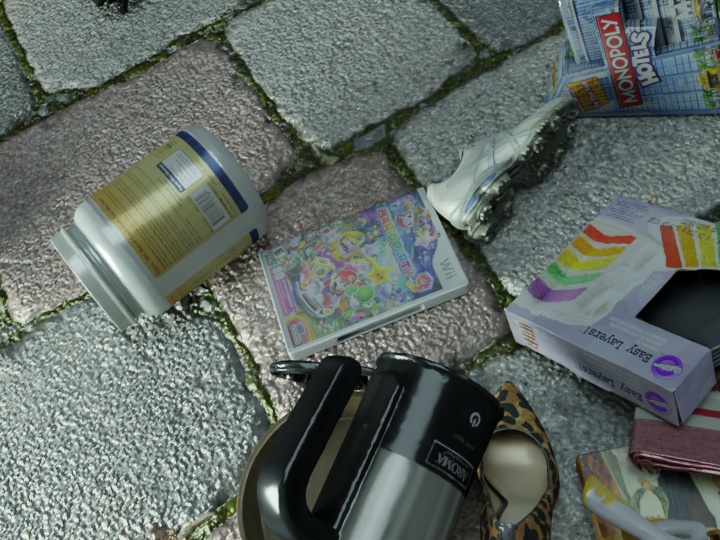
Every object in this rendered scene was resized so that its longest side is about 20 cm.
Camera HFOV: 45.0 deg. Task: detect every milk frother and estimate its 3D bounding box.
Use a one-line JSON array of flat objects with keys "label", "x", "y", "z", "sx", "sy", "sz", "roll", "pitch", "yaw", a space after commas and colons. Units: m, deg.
[{"label": "milk frother", "x": -0.011, "y": 0.167, "z": 0.724, "sx": 0.180, "sy": 0.200, "sz": 0.189, "roll": 32, "pitch": 68, "yaw": -13}]

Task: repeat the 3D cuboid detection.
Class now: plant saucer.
[{"label": "plant saucer", "x": -0.014, "y": 0.205, "z": 0.782, "sx": 0.198, "sy": 0.030, "sz": 0.202, "roll": -7, "pitch": 56, "yaw": 10}]

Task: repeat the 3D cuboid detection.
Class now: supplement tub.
[{"label": "supplement tub", "x": -0.213, "y": -0.044, "z": 0.932, "sx": 0.199, "sy": 0.145, "sz": 0.144, "roll": -38, "pitch": 56, "yaw": -14}]

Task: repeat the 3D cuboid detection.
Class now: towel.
[{"label": "towel", "x": 0.317, "y": 0.097, "z": 0.754, "sx": 0.142, "sy": 0.023, "sz": 0.201, "roll": 7, "pitch": 44, "yaw": 20}]

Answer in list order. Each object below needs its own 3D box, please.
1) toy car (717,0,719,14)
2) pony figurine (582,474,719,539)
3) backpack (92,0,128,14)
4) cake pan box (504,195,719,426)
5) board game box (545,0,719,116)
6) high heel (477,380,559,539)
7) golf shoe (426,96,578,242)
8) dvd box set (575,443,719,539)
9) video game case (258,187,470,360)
[{"label": "toy car", "x": 0.359, "y": -0.372, "z": 0.977, "sx": 0.163, "sy": 0.201, "sz": 0.159, "roll": 20, "pitch": 62, "yaw": 25}, {"label": "pony figurine", "x": 0.237, "y": 0.240, "z": 0.596, "sx": 0.198, "sy": 0.167, "sz": 0.194, "roll": 2, "pitch": 46, "yaw": 35}, {"label": "backpack", "x": -0.329, "y": -0.497, "z": 1.270, "sx": 0.199, "sy": 0.168, "sz": 0.127, "roll": -29, "pitch": 49, "yaw": -14}, {"label": "cake pan box", "x": 0.262, "y": 0.027, "z": 0.786, "sx": 0.184, "sy": 0.053, "sz": 0.199, "roll": -43, "pitch": 39, "yaw": -16}, {"label": "board game box", "x": 0.283, "y": -0.240, "z": 0.937, "sx": 0.198, "sy": 0.200, "sz": 0.062, "roll": -8, "pitch": 52, "yaw": 26}, {"label": "high heel", "x": 0.126, "y": 0.158, "z": 0.708, "sx": 0.070, "sy": 0.143, "sz": 0.202, "roll": -5, "pitch": 55, "yaw": 11}, {"label": "golf shoe", "x": 0.153, "y": -0.128, "z": 0.942, "sx": 0.097, "sy": 0.079, "sz": 0.200, "roll": 33, "pitch": 68, "yaw": 35}, {"label": "dvd box set", "x": 0.268, "y": 0.230, "z": 0.692, "sx": 0.145, "sy": 0.030, "sz": 0.202, "roll": -12, "pitch": 54, "yaw": 6}, {"label": "video game case", "x": 0.000, "y": 0.000, "z": 0.926, "sx": 0.198, "sy": 0.018, "sz": 0.144, "roll": -21, "pitch": 53, "yaw": -1}]
